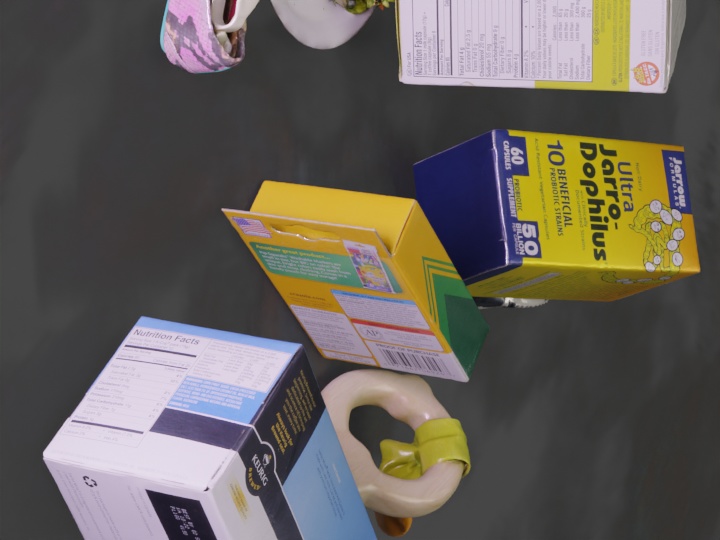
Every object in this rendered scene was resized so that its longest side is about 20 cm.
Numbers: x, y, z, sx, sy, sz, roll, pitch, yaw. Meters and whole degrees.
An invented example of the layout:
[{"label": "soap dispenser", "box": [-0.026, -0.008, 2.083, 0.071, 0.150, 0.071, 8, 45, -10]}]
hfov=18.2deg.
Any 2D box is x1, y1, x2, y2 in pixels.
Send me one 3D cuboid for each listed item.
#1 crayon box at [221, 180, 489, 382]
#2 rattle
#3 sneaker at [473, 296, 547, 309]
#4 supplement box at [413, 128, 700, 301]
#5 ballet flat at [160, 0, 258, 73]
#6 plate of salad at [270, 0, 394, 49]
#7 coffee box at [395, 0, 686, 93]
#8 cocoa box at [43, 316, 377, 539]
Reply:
[{"label": "crayon box", "box": [0.000, 0.000, 1.597, 0.052, 0.126, 0.200, -67, 148, -25]}, {"label": "rattle", "box": [-0.026, 0.155, 1.694, 0.200, 0.143, 0.130, -19, 82, -42]}, {"label": "sneaker", "box": [0.135, -0.037, 1.886, 0.199, 0.079, 0.130, -11, 95, -47]}, {"label": "supplement box", "box": [0.156, -0.041, 1.782, 0.200, 0.109, 0.109, 2, 76, -35]}, {"label": "ballet flat", "box": [-0.084, -0.225, 1.441, 0.069, 0.071, 0.200, -2, 99, -60]}, {"label": "plate of salad", "box": [-0.012, -0.255, 1.586, 0.200, 0.048, 0.200, -26, 120, -55]}, {"label": "coffee box", "box": [0.136, -0.256, 1.650, 0.200, 0.198, 0.200, -62, 152, -65]}, {"label": "cocoa box", "box": [-0.093, 0.149, 1.466, 0.131, 0.133, 0.200, -58, 143, -36]}]
